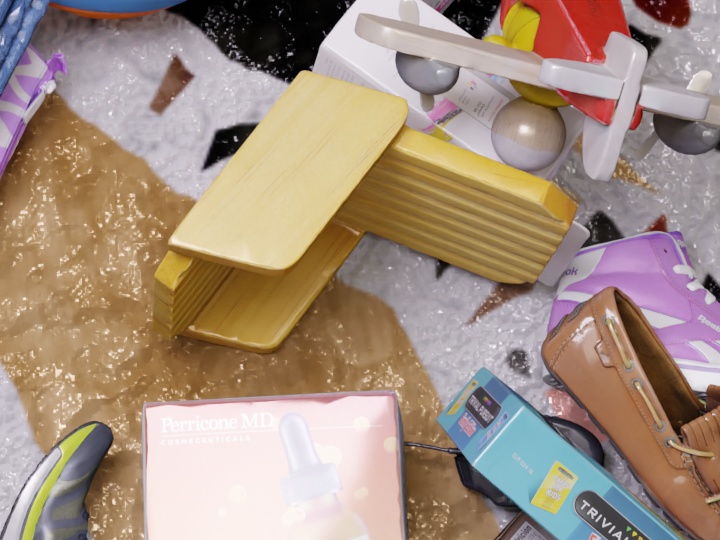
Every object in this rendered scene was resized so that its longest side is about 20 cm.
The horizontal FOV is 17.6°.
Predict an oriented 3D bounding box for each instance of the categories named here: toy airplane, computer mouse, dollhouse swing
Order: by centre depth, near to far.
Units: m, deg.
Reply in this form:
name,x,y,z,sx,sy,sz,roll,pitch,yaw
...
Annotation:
name,x,y,z,sx,sy,sz,roll,pitch,yaw
toy airplane,0.119,-0.109,1.336,0.200,0.141,0.199,38,36,19
dollhouse swing,0.000,0.000,1.382,0.176,0.200,0.182,36,74,4
computer mouse,0.051,0.112,1.447,0.199,0.034,0.059,6,91,1

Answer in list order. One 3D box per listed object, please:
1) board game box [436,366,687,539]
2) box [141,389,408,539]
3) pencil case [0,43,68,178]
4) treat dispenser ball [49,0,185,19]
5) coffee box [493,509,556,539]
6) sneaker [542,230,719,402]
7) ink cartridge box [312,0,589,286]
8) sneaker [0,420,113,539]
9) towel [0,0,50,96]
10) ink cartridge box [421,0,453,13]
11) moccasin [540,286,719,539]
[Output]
name,x,y,z,sx,sy,sz,roll,pitch,yaw
board game box,0.142,0.146,1.355,0.200,0.151,0.047,41,91,-8
box,-0.046,0.179,1.361,0.152,0.106,0.201,-4,77,2
pencil case,-0.253,-0.058,1.432,0.085,0.084,0.201,21,75,3
treat dispenser ball,-0.154,-0.256,1.438,0.200,0.201,0.202,2,74,-5
coffee box,0.140,0.241,1.373,0.200,0.114,0.080,41,76,7
sneaker,0.221,0.032,1.464,0.200,0.073,0.115,13,70,-2
ink cartridge box,0.066,-0.085,1.456,0.200,0.117,0.068,37,71,4
sneaker,-0.182,0.187,1.384,0.081,0.074,0.201,21,81,-7
towel,-0.287,-0.148,1.417,0.200,0.049,0.112,11,71,37
ink cartridge box,0.081,-0.248,1.473,0.044,0.174,0.200,39,74,6
moccasin,0.198,0.095,1.393,0.078,0.074,0.202,-39,88,29
